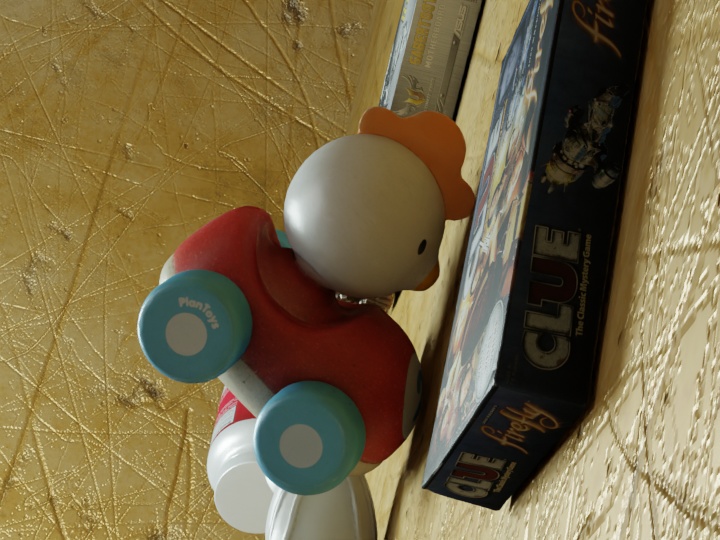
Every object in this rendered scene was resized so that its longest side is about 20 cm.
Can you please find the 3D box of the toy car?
[{"bbox_3d":[0.000,0.000,1.110,0.200,0.177,0.184,-47,-2,16],"label":"toy car"}]

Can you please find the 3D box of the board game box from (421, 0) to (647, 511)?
[{"bbox_3d":[0.068,-0.023,0.729,0.136,0.034,0.201,111,172,-66],"label":"board game box"}]

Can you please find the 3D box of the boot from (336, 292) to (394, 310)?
[{"bbox_3d":[0.013,-0.052,1.435,0.200,0.075,0.108,109,178,-68],"label":"boot"}]

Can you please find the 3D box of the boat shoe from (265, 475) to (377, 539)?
[{"bbox_3d":[-0.027,0.200,1.128,0.066,0.071,0.201,128,155,-71],"label":"boat shoe"}]

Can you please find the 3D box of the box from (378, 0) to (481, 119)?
[{"bbox_3d":[0.060,-0.200,1.408,0.158,0.048,0.201,-93,17,-80],"label":"box"}]

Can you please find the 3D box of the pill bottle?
[{"bbox_3d":[-0.101,0.185,1.984,0.200,0.111,0.113,-85,9,-64],"label":"pill bottle"}]

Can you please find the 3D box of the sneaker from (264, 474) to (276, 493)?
[{"bbox_3d":[-0.014,0.091,1.488,0.100,0.075,0.201,-47,24,43],"label":"sneaker"}]
